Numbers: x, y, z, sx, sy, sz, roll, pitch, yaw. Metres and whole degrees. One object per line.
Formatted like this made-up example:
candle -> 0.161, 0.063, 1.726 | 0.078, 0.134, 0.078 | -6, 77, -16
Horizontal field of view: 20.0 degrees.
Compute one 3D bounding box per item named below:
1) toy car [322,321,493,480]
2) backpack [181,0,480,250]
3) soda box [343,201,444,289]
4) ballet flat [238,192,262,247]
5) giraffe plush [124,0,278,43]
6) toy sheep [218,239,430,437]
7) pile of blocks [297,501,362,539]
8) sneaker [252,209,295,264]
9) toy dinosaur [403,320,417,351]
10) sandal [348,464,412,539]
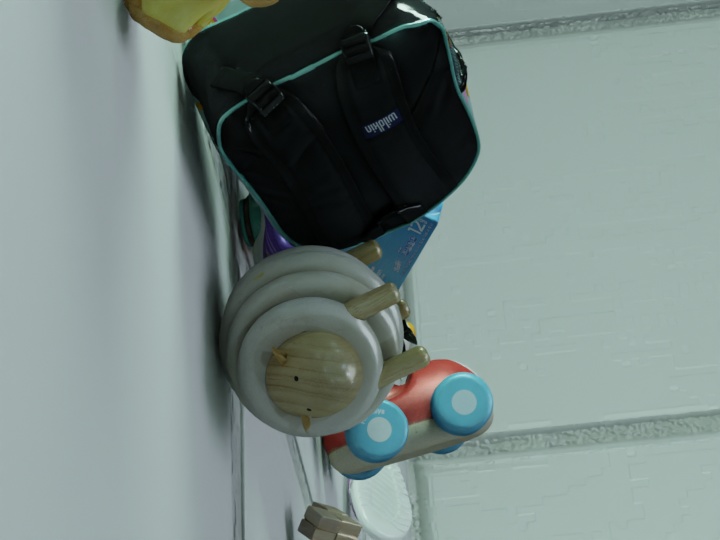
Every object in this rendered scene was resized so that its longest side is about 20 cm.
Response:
toy car -> 0.029, 0.095, 2.088 | 0.184, 0.176, 0.201 | 116, -43, -77
backpack -> -0.015, -0.115, 1.389 | 0.200, 0.175, 0.153 | 59, 3, -47
soda box -> 0.000, 0.000, 1.674 | 0.200, 0.064, 0.068 | -59, -172, 37
ballet flat -> -0.052, -0.041, 1.654 | 0.200, 0.070, 0.068 | -28, 111, -86
giraffe plush -> -0.078, -0.249, 1.113 | 0.162, 0.200, 0.173 | 49, 25, -27
toy sheep -> -0.031, 0.044, 1.383 | 0.200, 0.137, 0.138 | -109, -169, -74
pile of blocks -> -0.033, 0.276, 1.659 | 0.062, 0.082, 0.200 | 21, 40, -37
sneaker -> -0.045, -0.076, 1.527 | 0.083, 0.080, 0.201 | 112, -30, -59
toy dinosaur -> -0.026, 0.047, 1.953 | 0.136, 0.102, 0.201 | 3, -66, 70
sandal -> 0.013, 0.254, 2.327 | 0.050, 0.082, 0.203 | -51, -161, 23
